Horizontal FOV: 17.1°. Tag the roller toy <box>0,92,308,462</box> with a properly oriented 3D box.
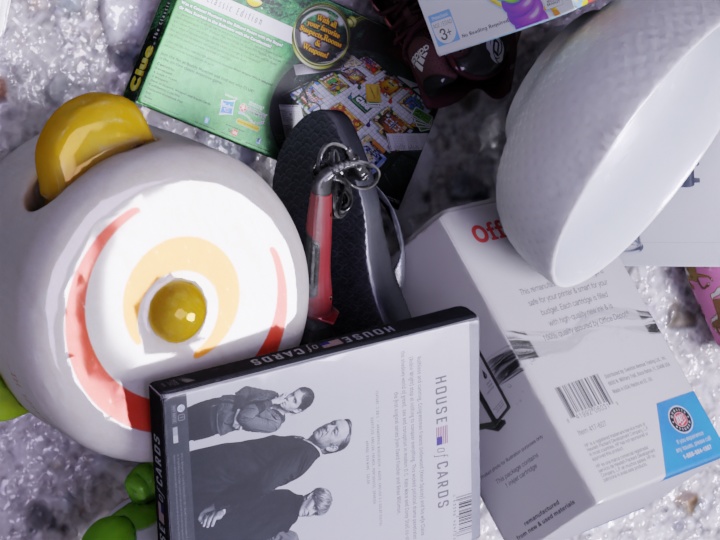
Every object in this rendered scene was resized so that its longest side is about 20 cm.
[{"bbox_3d":[-0.128,0.008,1.364,0.182,0.140,0.200,16,93,-33],"label":"roller toy"}]

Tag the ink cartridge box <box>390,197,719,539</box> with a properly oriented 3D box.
[{"bbox_3d":[0.114,0.058,1.473,0.146,0.084,0.200,-13,69,-48],"label":"ink cartridge box"}]

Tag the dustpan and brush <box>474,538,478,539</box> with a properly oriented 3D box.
[{"bbox_3d":[0.034,0.109,1.484,0.139,0.200,0.057,-16,144,-27],"label":"dustpan and brush"}]

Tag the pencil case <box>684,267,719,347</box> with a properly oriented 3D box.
[{"bbox_3d":[0.259,-0.028,1.616,0.087,0.083,0.200,-47,123,-42],"label":"pencil case"}]

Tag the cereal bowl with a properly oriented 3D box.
[{"bbox_3d":[0.146,-0.093,1.412,0.200,0.083,0.200,-47,162,-20],"label":"cereal bowl"}]

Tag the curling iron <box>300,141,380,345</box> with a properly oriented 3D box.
[{"bbox_3d":[-0.018,0.016,1.403,0.050,0.026,0.200,-20,128,-40],"label":"curling iron"}]

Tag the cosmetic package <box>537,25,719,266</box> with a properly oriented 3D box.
[{"bbox_3d":[0.218,-0.080,1.524,0.052,0.200,0.151,-49,136,-64],"label":"cosmetic package"}]

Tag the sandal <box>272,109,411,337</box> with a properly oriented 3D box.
[{"bbox_3d":[0.000,0.001,1.440,0.043,0.076,0.201,-20,96,-46],"label":"sandal"}]

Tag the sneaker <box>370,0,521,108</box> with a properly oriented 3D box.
[{"bbox_3d":[0.029,-0.166,1.423,0.200,0.076,0.116,28,51,-32],"label":"sneaker"}]

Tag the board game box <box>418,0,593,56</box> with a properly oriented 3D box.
[{"bbox_3d":[0.120,-0.209,1.419,0.200,0.105,0.103,-27,99,-50],"label":"board game box"}]

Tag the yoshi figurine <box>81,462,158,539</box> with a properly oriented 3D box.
[{"bbox_3d":[-0.095,0.149,1.409,0.112,0.112,0.200,33,65,4],"label":"yoshi figurine"}]

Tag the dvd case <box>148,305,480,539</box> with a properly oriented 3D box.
[{"bbox_3d":[-0.022,0.111,1.370,0.200,0.025,0.151,-13,117,-25],"label":"dvd case"}]

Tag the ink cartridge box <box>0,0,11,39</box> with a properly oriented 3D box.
[{"bbox_3d":[-0.291,-0.174,1.220,0.200,0.146,0.085,8,97,-32],"label":"ink cartridge box"}]

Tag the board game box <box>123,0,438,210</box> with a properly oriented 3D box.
[{"bbox_3d":[-0.039,-0.117,1.454,0.200,0.023,0.105,22,93,-33],"label":"board game box"}]
